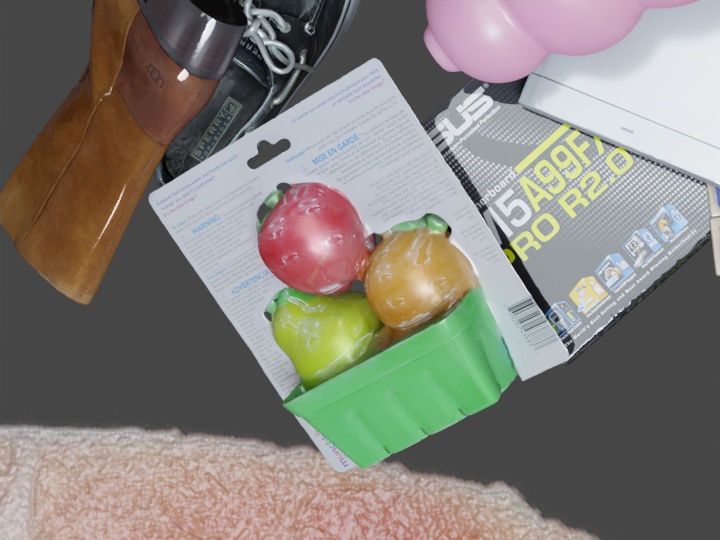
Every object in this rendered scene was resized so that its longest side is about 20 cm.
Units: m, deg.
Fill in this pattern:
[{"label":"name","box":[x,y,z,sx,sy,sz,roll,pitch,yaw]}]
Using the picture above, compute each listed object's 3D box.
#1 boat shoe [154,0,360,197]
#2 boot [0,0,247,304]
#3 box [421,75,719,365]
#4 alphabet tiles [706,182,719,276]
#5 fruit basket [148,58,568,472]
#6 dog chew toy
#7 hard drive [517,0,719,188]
[{"label":"boat shoe","box":[-0.063,-0.130,1.755,0.073,0.068,0.200,35,92,7]},{"label":"boot","box":[-0.157,-0.110,1.767,0.188,0.068,0.201,49,118,35]},{"label":"box","box":[0.138,-0.068,1.739,0.200,0.044,0.160,-41,84,4]},{"label":"alphabet tiles","box":[0.275,-0.073,1.697,0.165,0.006,0.201,-6,85,4]},{"label":"fruit basket","box":[0.000,0.000,1.706,0.185,0.094,0.201,-30,93,34]},{"label":"dog chew toy","box":[0.119,-0.176,1.641,0.200,0.124,0.125,-35,84,16]},{"label":"hard drive","box":[0.187,-0.162,1.696,0.131,0.027,0.201,23,91,13]}]
